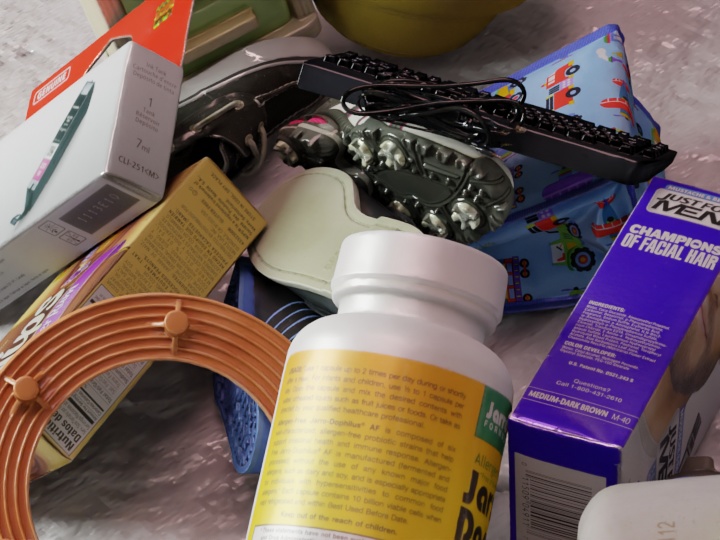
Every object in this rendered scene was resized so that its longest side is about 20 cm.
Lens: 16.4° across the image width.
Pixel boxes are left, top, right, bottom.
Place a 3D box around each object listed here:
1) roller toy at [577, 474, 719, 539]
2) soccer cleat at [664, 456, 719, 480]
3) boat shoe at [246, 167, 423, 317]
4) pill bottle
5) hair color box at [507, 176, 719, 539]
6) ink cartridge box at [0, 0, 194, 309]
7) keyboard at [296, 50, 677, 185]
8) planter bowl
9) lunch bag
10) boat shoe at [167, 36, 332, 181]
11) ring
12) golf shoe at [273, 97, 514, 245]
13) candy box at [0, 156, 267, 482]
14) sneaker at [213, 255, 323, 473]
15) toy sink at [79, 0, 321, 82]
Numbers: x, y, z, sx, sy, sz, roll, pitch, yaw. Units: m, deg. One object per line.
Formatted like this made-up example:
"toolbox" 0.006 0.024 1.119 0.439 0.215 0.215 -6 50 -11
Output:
"roller toy" 0.154 0.180 1.045 0.139 0.201 0.182 -5 7 8
"soccer cleat" 0.228 0.144 1.178 0.199 0.070 0.087 4 55 23
"boat shoe" 0.002 -0.002 1.359 0.075 0.066 0.199 -50 28 -10
"pill bottle" 0.011 0.088 1.190 0.112 0.113 0.201 6 72 22
"hair color box" 0.140 0.057 1.265 0.065 0.110 0.200 14 44 20
"ink cartridge box" -0.172 -0.082 1.460 0.200 0.043 0.174 -31 43 45
"keyboard" 0.068 -0.092 1.334 0.199 0.040 0.104 16 19 16
"planter bowl" 0.029 -0.195 1.634 0.200 0.084 0.201 10 31 -6
"lunch bag" 0.072 -0.040 1.453 0.199 0.094 0.151 -16 37 15
"boat shoe" -0.092 -0.082 1.560 0.200 0.071 0.064 -26 60 -24
"ring" -0.100 0.106 1.244 0.200 0.019 0.201 1 75 -4
"golf shoe" 0.031 -0.073 1.399 0.088 0.077 0.200 -41 29 -19
"candy box" -0.148 0.034 1.369 0.117 0.056 0.200 -27 19 51
"sneaker" -0.034 0.057 1.362 0.078 0.070 0.200 10 26 -13
"toy sink" -0.110 -0.183 1.590 0.130 0.200 0.112 -28 52 -7
